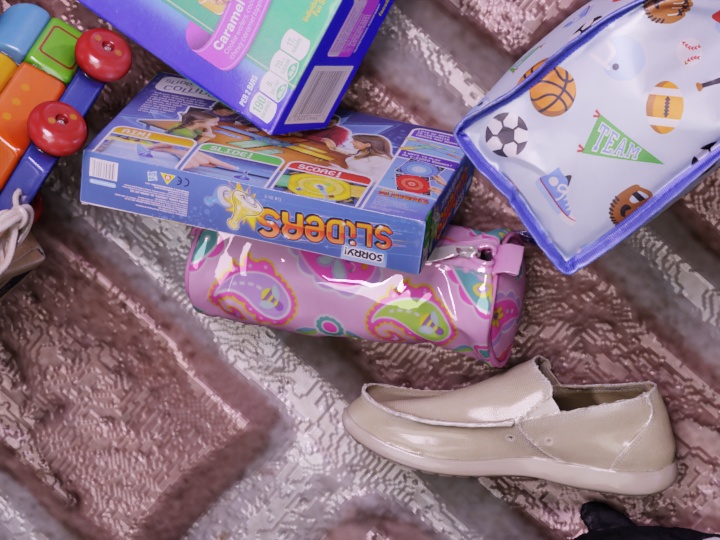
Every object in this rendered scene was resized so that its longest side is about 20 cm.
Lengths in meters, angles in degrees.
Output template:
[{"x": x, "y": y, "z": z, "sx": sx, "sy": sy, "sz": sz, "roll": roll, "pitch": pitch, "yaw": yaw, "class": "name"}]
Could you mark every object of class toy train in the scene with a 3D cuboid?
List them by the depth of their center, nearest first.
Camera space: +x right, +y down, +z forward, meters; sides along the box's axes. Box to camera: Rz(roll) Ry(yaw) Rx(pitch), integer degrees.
[{"x": -0.216, "y": -0.078, "z": 1.427, "sx": 0.115, "sy": 0.200, "sz": 0.085, "roll": 32, "pitch": 134, "yaw": -6, "class": "toy train"}]

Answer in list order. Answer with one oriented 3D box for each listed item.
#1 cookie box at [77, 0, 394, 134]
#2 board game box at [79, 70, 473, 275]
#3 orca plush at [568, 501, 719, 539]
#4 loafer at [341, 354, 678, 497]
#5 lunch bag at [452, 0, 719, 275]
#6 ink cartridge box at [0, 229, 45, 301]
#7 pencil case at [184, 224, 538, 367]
[{"x": -0.073, "y": -0.201, "z": 1.461, "sx": 0.200, "sy": 0.075, "sz": 0.172, "roll": 35, "pitch": 108, "yaw": 20, "class": "cookie box"}, {"x": -0.044, "y": -0.059, "z": 1.472, "sx": 0.199, "sy": 0.135, "sz": 0.035, "roll": 13, "pitch": 116, "yaw": 11, "class": "board game box"}, {"x": 0.137, "y": 0.177, "z": 1.531, "sx": 0.199, "sy": 0.071, "sz": 0.105, "roll": -18, "pitch": 141, "yaw": 20, "class": "orca plush"}, {"x": 0.089, "y": 0.084, "z": 1.507, "sx": 0.199, "sy": 0.076, "sz": 0.069, "roll": 7, "pitch": 102, "yaw": 2, "class": "loafer"}, {"x": 0.170, "y": -0.105, "z": 1.395, "sx": 0.200, "sy": 0.170, "sz": 0.124, "roll": -39, "pitch": 94, "yaw": 17, "class": "lunch bag"}, {"x": -0.301, "y": -0.035, "z": 1.500, "sx": 0.165, "sy": 0.075, "sz": 0.200, "roll": -40, "pitch": 80, "yaw": 34, "class": "ink cartridge box"}, {"x": 0.000, "y": 0.000, "z": 1.500, "sx": 0.199, "sy": 0.087, "sz": 0.088, "roll": 9, "pitch": 103, "yaw": 14, "class": "pencil case"}]
